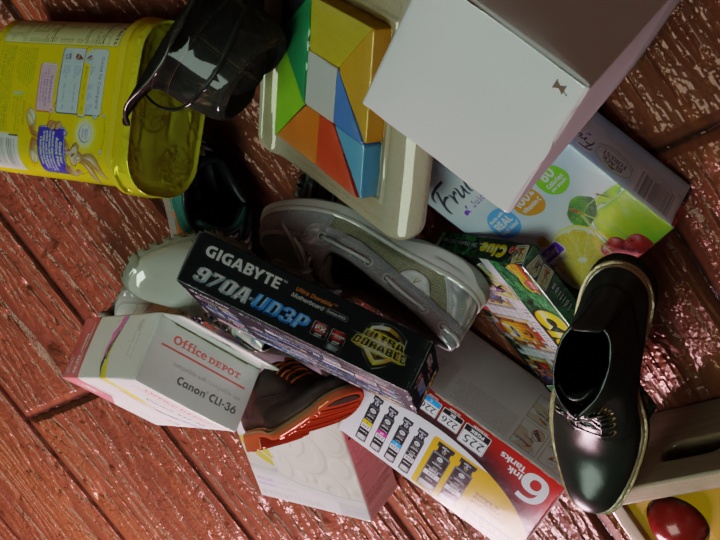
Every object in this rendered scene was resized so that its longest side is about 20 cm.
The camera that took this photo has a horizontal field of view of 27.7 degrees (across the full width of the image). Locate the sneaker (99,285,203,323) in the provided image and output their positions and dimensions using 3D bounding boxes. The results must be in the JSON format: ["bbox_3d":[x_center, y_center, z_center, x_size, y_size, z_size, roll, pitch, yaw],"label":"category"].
[{"bbox_3d":[-0.204,0.039,1.465,0.081,0.075,0.200,55,139,0],"label":"sneaker"}]

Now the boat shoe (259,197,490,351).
[{"bbox_3d":[0.001,0.001,1.143,0.201,0.065,0.075,22,154,20],"label":"boat shoe"}]

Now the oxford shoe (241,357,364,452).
[{"bbox_3d":[-0.062,0.112,1.305,0.200,0.071,0.073,-29,75,57],"label":"oxford shoe"}]

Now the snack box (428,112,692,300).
[{"bbox_3d":[0.123,-0.072,1.086,0.200,0.053,0.142,38,140,-4],"label":"snack box"}]

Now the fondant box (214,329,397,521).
[{"bbox_3d":[-0.057,0.142,1.437,0.143,0.058,0.201,7,127,35],"label":"fondant box"}]

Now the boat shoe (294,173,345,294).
[{"bbox_3d":[-0.018,-0.064,1.227,0.071,0.072,0.201,36,130,22],"label":"boat shoe"}]

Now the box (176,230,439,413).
[{"bbox_3d":[-0.037,0.045,1.155,0.199,0.046,0.159,25,171,10],"label":"box"}]

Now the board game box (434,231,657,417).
[{"bbox_3d":[0.146,0.046,1.150,0.104,0.024,0.200,8,146,51],"label":"board game box"}]

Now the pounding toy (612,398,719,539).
[{"bbox_3d":[0.299,0.185,1.108,0.199,0.142,0.185,-21,109,48],"label":"pounding toy"}]

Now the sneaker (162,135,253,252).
[{"bbox_3d":[-0.131,-0.029,1.321,0.080,0.071,0.201,35,148,55],"label":"sneaker"}]

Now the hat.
[{"bbox_3d":[-0.104,-0.168,1.114,0.081,0.201,0.201,33,141,-8],"label":"hat"}]

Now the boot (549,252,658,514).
[{"bbox_3d":[0.159,0.102,1.037,0.077,0.138,0.202,6,110,20],"label":"boot"}]

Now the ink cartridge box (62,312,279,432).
[{"bbox_3d":[-0.175,0.093,1.334,0.116,0.068,0.199,31,160,-29],"label":"ink cartridge box"}]

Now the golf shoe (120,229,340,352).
[{"bbox_3d":[-0.107,0.024,1.272,0.198,0.098,0.079,5,135,-19],"label":"golf shoe"}]

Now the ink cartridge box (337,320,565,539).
[{"bbox_3d":[0.089,0.151,1.301,0.199,0.084,0.176,35,141,11],"label":"ink cartridge box"}]

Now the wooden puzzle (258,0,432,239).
[{"bbox_3d":[-0.018,-0.141,1.097,0.200,0.037,0.186,34,129,44],"label":"wooden puzzle"}]

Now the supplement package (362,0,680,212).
[{"bbox_3d":[0.114,-0.158,0.920,0.120,0.200,0.121,37,139,7],"label":"supplement package"}]

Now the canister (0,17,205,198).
[{"bbox_3d":[-0.235,-0.146,1.278,0.199,0.086,0.150,9,92,38],"label":"canister"}]
